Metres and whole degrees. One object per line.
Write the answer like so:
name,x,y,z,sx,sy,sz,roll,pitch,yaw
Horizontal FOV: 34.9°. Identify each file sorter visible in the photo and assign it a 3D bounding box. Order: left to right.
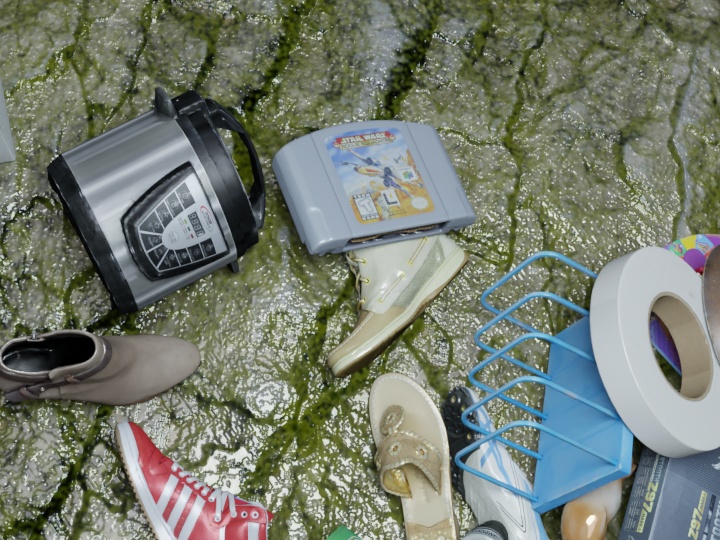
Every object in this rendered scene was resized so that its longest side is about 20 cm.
file sorter,0.180,0.106,1.119,0.122,0.139,0.202,25,55,-17

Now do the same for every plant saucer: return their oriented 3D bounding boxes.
plant saucer,0.419,0.064,1.181,0.199,0.032,0.203,22,57,-39

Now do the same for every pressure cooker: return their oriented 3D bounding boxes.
pressure cooker,-0.192,-0.075,1.142,0.198,0.176,0.180,-27,77,-14

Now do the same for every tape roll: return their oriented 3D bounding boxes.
tape roll,0.294,0.076,1.097,0.201,0.037,0.205,21,57,-37

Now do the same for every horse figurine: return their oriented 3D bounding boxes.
horse figurine,0.234,0.236,1.137,0.049,0.133,0.201,16,63,31

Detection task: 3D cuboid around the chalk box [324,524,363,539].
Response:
chalk box,-0.021,0.331,1.059,0.199,0.124,0.125,34,105,14

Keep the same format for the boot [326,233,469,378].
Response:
boot,0.000,0.000,1.200,0.155,0.072,0.200,45,68,4

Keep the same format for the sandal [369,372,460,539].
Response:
sandal,0.052,0.203,1.145,0.077,0.070,0.215,-17,79,13

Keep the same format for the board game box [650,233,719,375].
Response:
board game box,0.401,0.051,1.253,0.158,0.039,0.200,-40,84,-15

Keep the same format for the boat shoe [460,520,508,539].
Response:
boat shoe,0.102,0.341,1.117,0.070,0.064,0.202,23,102,16

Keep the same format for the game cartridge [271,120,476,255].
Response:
game cartridge,0.013,-0.091,1.185,0.198,0.042,0.135,-11,70,-29

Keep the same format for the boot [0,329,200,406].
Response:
boot,-0.253,0.088,1.107,0.197,0.146,0.071,-12,75,-10

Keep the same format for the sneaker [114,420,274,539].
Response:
sneaker,-0.157,0.222,1.124,0.111,0.071,0.202,-27,88,-9

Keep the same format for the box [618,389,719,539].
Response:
box,0.347,0.244,1.165,0.157,0.051,0.202,28,71,-23

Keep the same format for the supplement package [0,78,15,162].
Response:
supplement package,-0.467,-0.167,1.159,0.197,0.120,0.123,-13,77,-11

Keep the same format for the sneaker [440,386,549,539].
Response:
sneaker,0.138,0.214,1.173,0.072,0.072,0.202,-7,68,-41
